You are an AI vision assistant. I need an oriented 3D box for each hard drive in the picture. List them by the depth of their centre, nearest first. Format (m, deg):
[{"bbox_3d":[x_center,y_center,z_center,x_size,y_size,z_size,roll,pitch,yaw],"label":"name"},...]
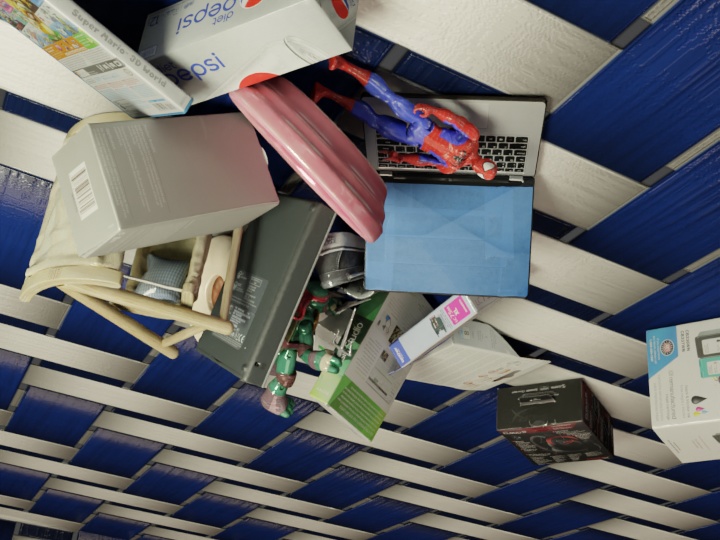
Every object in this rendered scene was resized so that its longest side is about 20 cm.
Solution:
[{"bbox_3d":[-0.107,0.013,1.039,0.033,0.204,0.139,25,176,-33],"label":"hard drive"}]

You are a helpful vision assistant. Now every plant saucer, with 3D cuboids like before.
[{"bbox_3d":[-0.042,-0.114,0.904,0.051,0.201,0.201,-43,140,-1],"label":"plant saucer"}]

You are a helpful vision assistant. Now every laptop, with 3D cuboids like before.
[{"bbox_3d":[0.092,-0.074,0.976,0.182,0.118,0.201,2,151,6],"label":"laptop"}]

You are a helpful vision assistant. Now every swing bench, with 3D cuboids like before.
[{"bbox_3d":[-0.234,-0.042,1.010,0.198,0.203,0.128,28,144,-35],"label":"swing bench"}]

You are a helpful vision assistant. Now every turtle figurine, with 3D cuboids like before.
[{"bbox_3d":[-0.065,0.077,1.149,0.099,0.151,0.201,28,124,-7],"label":"turtle figurine"}]

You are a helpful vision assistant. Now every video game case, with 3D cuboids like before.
[{"bbox_3d":[-0.252,-0.203,0.827,0.199,0.018,0.142,38,166,-30],"label":"video game case"}]

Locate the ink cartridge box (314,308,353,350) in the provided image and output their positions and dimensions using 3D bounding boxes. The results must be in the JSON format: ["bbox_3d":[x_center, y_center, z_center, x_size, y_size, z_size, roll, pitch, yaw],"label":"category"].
[{"bbox_3d":[-0.013,0.130,1.384,0.108,0.051,0.201,29,152,11],"label":"ink cartridge box"}]

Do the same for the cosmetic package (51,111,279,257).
[{"bbox_3d":[-0.187,-0.089,0.928,0.089,0.109,0.198,-25,171,42],"label":"cosmetic package"}]

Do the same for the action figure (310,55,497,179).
[{"bbox_3d":[0.049,-0.138,0.905,0.197,0.052,0.066,24,119,-17],"label":"action figure"}]

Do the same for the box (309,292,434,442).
[{"bbox_3d":[0.022,0.109,1.235,0.036,0.203,0.145,19,162,34],"label":"box"}]

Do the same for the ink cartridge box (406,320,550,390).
[{"bbox_3d":[0.162,0.128,1.409,0.197,0.048,0.159,12,152,-33],"label":"ink cartridge box"}]

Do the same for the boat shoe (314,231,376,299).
[{"bbox_3d":[0.000,0.000,1.106,0.070,0.069,0.199,-18,170,18],"label":"boat shoe"}]

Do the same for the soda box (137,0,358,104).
[{"bbox_3d":[-0.101,-0.210,0.825,0.196,0.065,0.068,-11,146,29],"label":"soda box"}]

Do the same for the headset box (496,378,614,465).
[{"bbox_3d":[0.318,0.248,1.543,0.146,0.077,0.200,-12,146,28],"label":"headset box"}]

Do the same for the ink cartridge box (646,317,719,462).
[{"bbox_3d":[0.509,0.158,1.274,0.197,0.150,0.146,-14,145,31],"label":"ink cartridge box"}]

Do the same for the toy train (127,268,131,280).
[{"bbox_3d":[-0.276,-0.011,1.243,0.045,0.035,0.200,12,151,-17],"label":"toy train"}]

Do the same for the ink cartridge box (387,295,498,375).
[{"bbox_3d":[0.115,0.062,1.205,0.118,0.042,0.200,-27,167,-43],"label":"ink cartridge box"}]

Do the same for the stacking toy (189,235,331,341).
[{"bbox_3d":[-0.118,0.035,1.238,0.197,0.149,0.145,4,158,-41],"label":"stacking toy"}]
